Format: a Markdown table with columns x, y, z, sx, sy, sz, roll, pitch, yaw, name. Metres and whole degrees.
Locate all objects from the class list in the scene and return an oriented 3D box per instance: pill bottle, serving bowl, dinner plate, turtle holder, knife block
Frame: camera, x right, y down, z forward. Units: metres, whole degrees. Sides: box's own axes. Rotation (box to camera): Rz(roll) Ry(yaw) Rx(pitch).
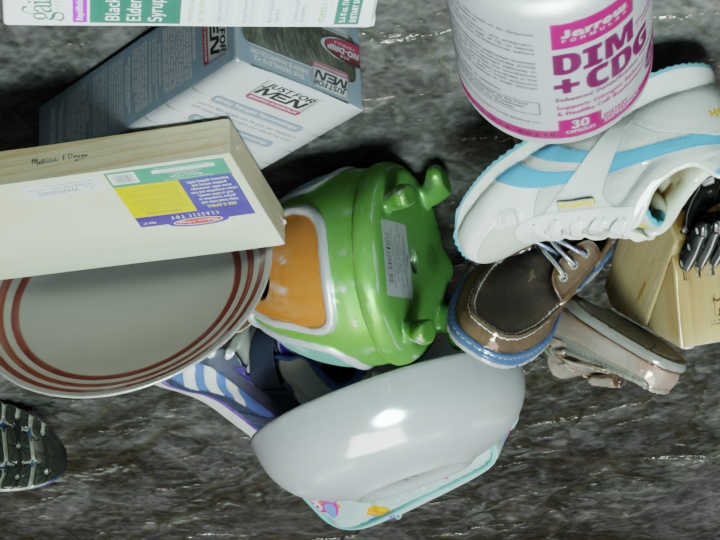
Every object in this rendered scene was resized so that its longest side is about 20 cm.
| x | y | z | sx | sy | sz | roll | pitch | yaw | name |
| --- | --- | --- | --- | --- | --- | --- | --- | --- | --- |
| 0.100 | -0.160 | 1.206 | 0.113 | 0.113 | 0.200 | -6 | 155 | 5 | pill bottle |
| 0.028 | 0.118 | 1.574 | 0.200 | 0.066 | 0.200 | -19 | 168 | -4 | serving bowl |
| -0.152 | 0.012 | 1.452 | 0.200 | 0.200 | 0.024 | -8 | 133 | 10 | dinner plate |
| -0.004 | -0.008 | 1.526 | 0.132 | 0.186 | 0.141 | -7 | 114 | 19 | turtle holder |
| 0.221 | -0.044 | 1.519 | 0.064 | 0.176 | 0.200 | -8 | -168 | -12 | knife block |

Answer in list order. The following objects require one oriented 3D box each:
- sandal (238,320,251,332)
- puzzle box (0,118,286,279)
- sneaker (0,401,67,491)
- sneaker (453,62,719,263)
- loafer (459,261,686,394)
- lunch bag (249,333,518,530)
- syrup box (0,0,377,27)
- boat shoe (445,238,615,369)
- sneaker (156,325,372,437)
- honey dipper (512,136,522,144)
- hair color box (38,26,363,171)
| x | y | z | sx | sy | sz | roll | pitch | yaw | name |
| --- | --- | --- | --- | --- | --- | --- | --- | --- | --- |
| -0.172 | -0.006 | 1.559 | 0.212 | 0.078 | 0.070 | 18 | -175 | -6 | sandal |
| -0.157 | -0.041 | 1.396 | 0.200 | 0.025 | 0.133 | -7 | 155 | 10 | puzzle box |
| -0.343 | 0.155 | 1.898 | 0.200 | 0.079 | 0.089 | 3 | 163 | 7 | sneaker |
| 0.146 | -0.050 | 1.411 | 0.200 | 0.081 | 0.076 | -31 | 159 | 26 | sneaker |
| 0.144 | 0.047 | 1.589 | 0.072 | 0.063 | 0.200 | 16 | -167 | -48 | loafer |
| 0.015 | 0.115 | 1.760 | 0.200 | 0.077 | 0.160 | -29 | 111 | 39 | lunch bag |
| -0.090 | -0.180 | 1.181 | 0.200 | 0.081 | 0.079 | -1 | 154 | -8 | syrup box |
| 0.120 | -0.008 | 1.509 | 0.072 | 0.200 | 0.072 | 33 | 128 | 7 | boat shoe |
| -0.085 | 0.045 | 1.626 | 0.200 | 0.081 | 0.146 | 35 | 144 | -16 | sneaker |
| 0.107 | -0.062 | 1.508 | 0.038 | 0.038 | 0.200 | 1 | 154 | -10 | honey dipper |
| -0.101 | -0.099 | 1.379 | 0.099 | 0.061 | 0.200 | 18 | 148 | -38 | hair color box |
